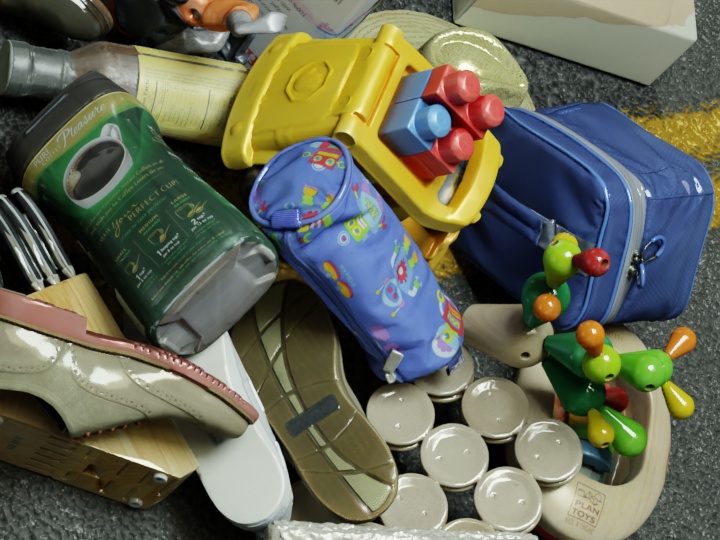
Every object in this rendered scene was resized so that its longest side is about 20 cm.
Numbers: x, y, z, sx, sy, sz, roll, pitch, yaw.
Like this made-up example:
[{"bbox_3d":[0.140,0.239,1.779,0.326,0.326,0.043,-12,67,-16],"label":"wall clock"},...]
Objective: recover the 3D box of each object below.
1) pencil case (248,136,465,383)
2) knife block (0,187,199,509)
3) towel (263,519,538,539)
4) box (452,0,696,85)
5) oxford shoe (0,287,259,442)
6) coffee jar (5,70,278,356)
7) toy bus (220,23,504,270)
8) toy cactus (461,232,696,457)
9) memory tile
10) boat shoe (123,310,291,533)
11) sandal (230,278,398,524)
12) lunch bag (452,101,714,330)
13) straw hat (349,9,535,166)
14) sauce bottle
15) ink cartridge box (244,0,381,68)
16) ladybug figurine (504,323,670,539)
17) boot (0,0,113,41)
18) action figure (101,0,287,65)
[{"bbox_3d":[0.000,0.000,1.412,0.200,0.078,0.087,54,41,-40],"label":"pencil case"},{"bbox_3d":[-0.196,0.046,1.364,0.199,0.064,0.176,22,56,-19],"label":"knife block"},{"bbox_3d":[0.026,0.234,1.352,0.199,0.034,0.133,6,92,-12],"label":"towel"},{"bbox_3d":[0.182,-0.238,1.736,0.199,0.078,0.095,13,58,-24],"label":"box"},{"bbox_3d":[-0.161,0.077,1.300,0.199,0.070,0.075,23,81,-20],"label":"oxford shoe"},{"bbox_3d":[-0.151,-0.042,1.381,0.104,0.085,0.200,-43,62,1],"label":"coffee jar"},{"bbox_3d":[0.033,-0.081,1.465,0.200,0.191,0.136,44,54,-34],"label":"toy bus"},{"bbox_3d":[0.146,0.045,1.438,0.102,0.164,0.200,-57,137,-23],"label":"toy cactus"},{"bbox_3d":[0.051,0.151,1.436,0.153,0.017,0.200,36,63,15],"label":"memory tile"},{"bbox_3d":[-0.099,0.091,1.395,0.072,0.069,0.200,-33,69,-4],"label":"boat shoe"},{"bbox_3d":[-0.032,0.097,1.432,0.080,0.054,0.200,-28,62,-3],"label":"sandal"},{"bbox_3d":[0.161,-0.039,1.540,0.132,0.137,0.200,-5,27,-32],"label":"lunch bag"},{"bbox_3d":[0.081,-0.146,1.621,0.200,0.085,0.202,14,57,-23],"label":"straw hat"},{"bbox_3d":[-0.165,-0.132,1.482,0.199,0.065,0.065,9,60,-26],"label":"sauce bottle"},{"bbox_3d":[-0.047,-0.243,1.527,0.145,0.200,0.084,46,48,0],"label":"ink cartridge box"},{"bbox_3d":[0.163,0.126,1.528,0.135,0.072,0.201,27,53,-14],"label":"ladybug figurine"},{"bbox_3d":[-0.281,-0.192,1.451,0.199,0.075,0.097,28,64,-5],"label":"boot"},{"bbox_3d":[-0.143,-0.226,1.468,0.104,0.193,0.201,-36,100,-28],"label":"action figure"}]
